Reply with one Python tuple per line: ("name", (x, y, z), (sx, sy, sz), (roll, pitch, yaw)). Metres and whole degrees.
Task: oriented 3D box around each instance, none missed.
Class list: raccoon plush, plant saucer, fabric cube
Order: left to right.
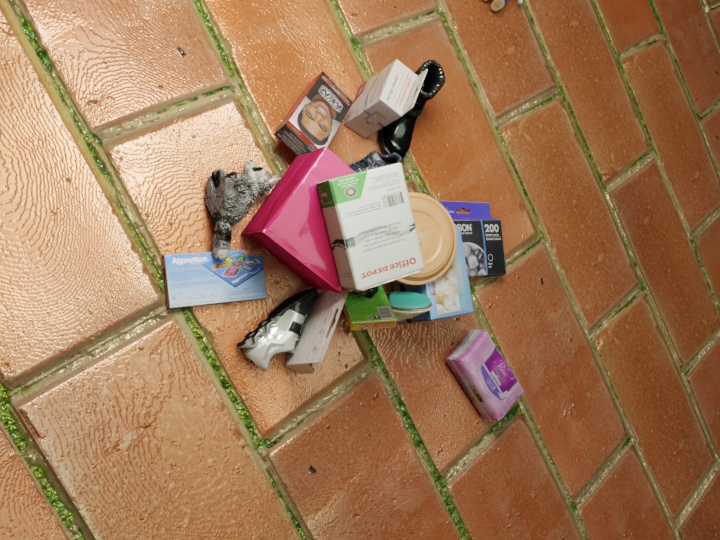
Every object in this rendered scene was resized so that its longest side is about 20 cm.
("raccoon plush", (-0.236, -0.122, 1.240), (0.133, 0.096, 0.201), (1, 101, -41))
("fabric cube", (-0.086, -0.095, 1.225), (0.196, 0.200, 0.200), (38, 78, -20))
("plant saucer", (0.117, -0.069, 1.323), (0.199, 0.032, 0.202), (1, 85, -15))

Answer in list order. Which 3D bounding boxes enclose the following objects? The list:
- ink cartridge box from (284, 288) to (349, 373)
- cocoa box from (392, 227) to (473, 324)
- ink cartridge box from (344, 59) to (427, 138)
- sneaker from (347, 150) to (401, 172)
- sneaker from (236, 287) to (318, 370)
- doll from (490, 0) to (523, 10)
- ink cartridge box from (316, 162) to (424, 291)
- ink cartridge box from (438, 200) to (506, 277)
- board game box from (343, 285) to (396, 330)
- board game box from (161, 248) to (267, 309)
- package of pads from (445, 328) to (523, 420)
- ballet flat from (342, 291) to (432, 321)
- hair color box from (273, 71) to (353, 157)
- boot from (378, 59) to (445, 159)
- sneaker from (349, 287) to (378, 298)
("ink cartridge box", (-0.072, 0.120, 1.222), (0.057, 0.200, 0.163), (29, 69, -25))
("cocoa box", (0.159, 0.013, 1.423), (0.133, 0.131, 0.202), (-7, 87, -32))
("ink cartridge box", (0.054, -0.387, 1.376), (0.067, 0.200, 0.117), (30, 68, -25))
("sneaker", (0.008, -0.231, 1.385), (0.199, 0.081, 0.074), (-16, 60, -37))
("sneaker", (-0.150, 0.119, 1.253), (0.200, 0.074, 0.089), (-43, 105, -19))
("doll", (0.415, -0.810, 1.754), (0.136, 0.048, 0.200), (41, 57, -10))
("ink cartridge box", (0.018, -0.078, 1.117), (0.146, 0.083, 0.201), (-16, 98, -22))
("ink cartridge box", (0.279, -0.082, 1.566), (0.197, 0.043, 0.202), (-3, 83, -32))
("board game box", (0.003, 0.050, 1.306), (0.095, 0.030, 0.201), (-3, 39, -15))
("board game box", (-0.283, 0.014, 1.213), (0.199, 0.019, 0.104), (-5, 87, -32))
("package of pads", (0.304, 0.254, 1.513), (0.120, 0.076, 0.201), (-42, 105, -28))
("ballet flat", (0.058, 0.081, 1.344), (0.068, 0.198, 0.063), (-75, 166, -51))
("hair color box", (-0.097, -0.328, 1.324), (0.101, 0.061, 0.201), (41, 47, -21))
("boot", (0.119, -0.371, 1.439), (0.079, 0.158, 0.213), (13, 76, -30))
("sneaker", (0.000, 0.000, 1.309), (0.086, 0.080, 0.200), (28, 31, -13))
